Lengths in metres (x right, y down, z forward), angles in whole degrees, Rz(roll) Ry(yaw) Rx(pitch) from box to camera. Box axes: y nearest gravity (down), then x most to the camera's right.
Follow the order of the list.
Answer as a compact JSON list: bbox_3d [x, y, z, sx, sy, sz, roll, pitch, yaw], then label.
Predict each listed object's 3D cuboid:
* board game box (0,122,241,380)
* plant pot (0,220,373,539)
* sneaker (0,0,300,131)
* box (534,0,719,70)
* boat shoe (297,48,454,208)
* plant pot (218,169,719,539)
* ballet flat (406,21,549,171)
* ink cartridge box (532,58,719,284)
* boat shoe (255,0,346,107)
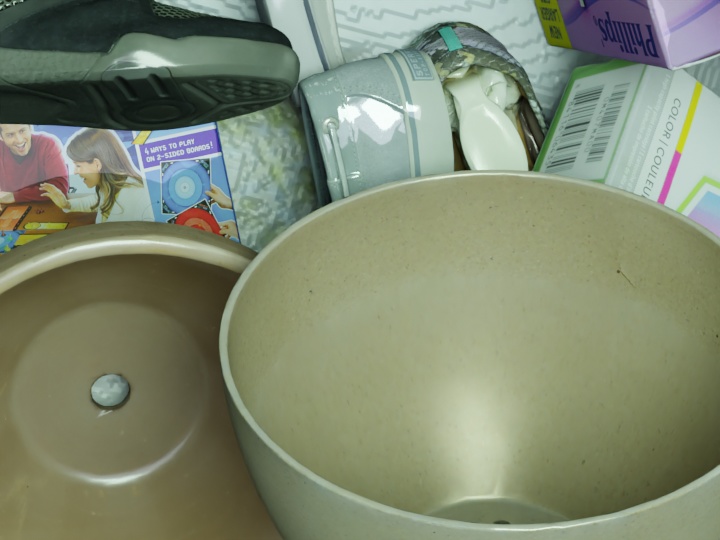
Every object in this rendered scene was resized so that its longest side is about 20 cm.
[{"bbox_3d":[-0.156,-0.022,0.872,0.200,0.034,0.135,-12,102,-8],"label":"board game box"},{"bbox_3d":[-0.102,0.066,0.836,0.201,0.093,0.201,-5,111,-12],"label":"plant pot"},{"bbox_3d":[-0.123,-0.117,0.819,0.199,0.076,0.114,3,75,3],"label":"sneaker"},{"bbox_3d":[0.113,-0.195,0.818,0.097,0.176,0.200,-22,103,-6],"label":"box"},{"bbox_3d":[0.000,0.000,0.870,0.071,0.070,0.201,-8,119,-11],"label":"boat shoe"},{"bbox_3d":[0.050,0.073,0.744,0.200,0.200,0.135,-7,128,-8],"label":"plant pot"},{"bbox_3d":[0.069,-0.014,0.897,0.072,0.072,0.200,-23,103,-5],"label":"ballet flat"},{"bbox_3d":[0.163,0.000,0.881,0.200,0.059,0.104,33,69,-27],"label":"ink cartridge box"},{"bbox_3d":[-0.023,-0.173,0.856,0.066,0.072,0.200,-11,93,-3],"label":"boat shoe"}]
